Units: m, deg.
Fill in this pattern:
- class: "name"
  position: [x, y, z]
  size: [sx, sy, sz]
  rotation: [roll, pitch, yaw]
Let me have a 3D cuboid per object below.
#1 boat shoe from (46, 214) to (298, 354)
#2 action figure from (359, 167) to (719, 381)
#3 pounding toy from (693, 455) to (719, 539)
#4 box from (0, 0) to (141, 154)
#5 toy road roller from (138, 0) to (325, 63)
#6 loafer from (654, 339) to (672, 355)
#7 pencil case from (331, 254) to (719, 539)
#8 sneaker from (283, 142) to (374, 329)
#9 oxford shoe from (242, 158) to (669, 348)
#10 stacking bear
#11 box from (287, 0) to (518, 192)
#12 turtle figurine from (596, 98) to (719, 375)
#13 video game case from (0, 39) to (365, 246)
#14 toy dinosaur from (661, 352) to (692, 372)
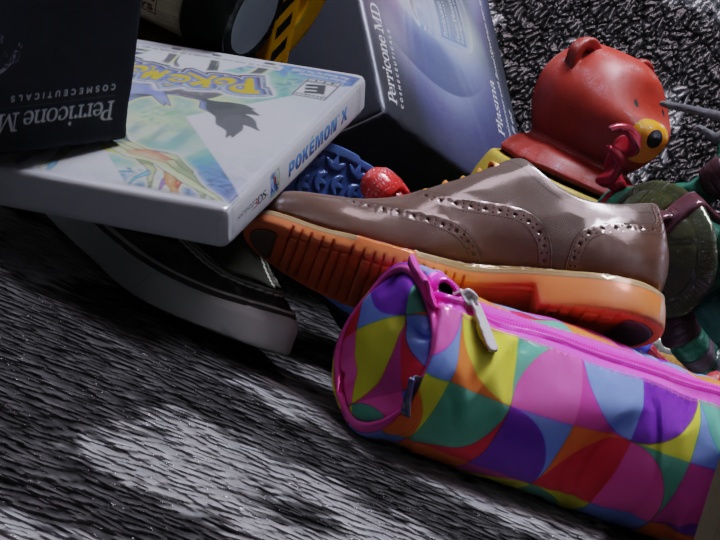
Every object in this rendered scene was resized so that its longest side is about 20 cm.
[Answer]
- class: "boat shoe"
  position: [-0.089, -0.020, 1.277]
  size: [0.071, 0.064, 0.200]
  rotation: [19, 10, -40]
- class: "action figure"
  position: [0.081, 0.014, 1.283]
  size: [0.200, 0.065, 0.052]
  rotation: [37, 19, -8]
- class: "pounding toy"
  position: [0.226, 0.128, 0.883]
  size: [0.142, 0.184, 0.200]
  rotation: [4, 18, -37]
- class: "box"
  position: [-0.198, -0.156, 1.136]
  size: [0.197, 0.200, 0.117]
  rotation: [-10, 29, -39]
- class: "toy road roller"
  position: [-0.087, -0.124, 1.411]
  size: [0.123, 0.200, 0.146]
  rotation: [28, 36, 20]
- class: "loafer"
  position: [0.178, 0.048, 1.670]
  size: [0.200, 0.070, 0.070]
  rotation: [23, 7, -11]
- class: "pencil case"
  position: [0.083, 0.061, 1.194]
  size: [0.200, 0.088, 0.088]
  rotation: [21, 8, -30]
- class: "sneaker"
  position: [0.000, 0.000, 1.338]
  size: [0.078, 0.070, 0.200]
  rotation: [11, -26, 50]
- class: "oxford shoe"
  position: [0.045, -0.016, 1.229]
  size: [0.200, 0.073, 0.071]
  rotation: [11, -20, -8]
- class: "stacking bear"
  position: [0.108, -0.032, 1.482]
  size: [0.121, 0.200, 0.114]
  rotation: [18, 9, -42]
- class: "box"
  position: [-0.004, -0.121, 1.561]
  size: [0.198, 0.123, 0.200]
  rotation: [30, 43, -55]
- class: "turtle figurine"
  position: [0.182, -0.004, 1.365]
  size: [0.101, 0.150, 0.200]
  rotation: [-7, 30, -28]
- class: "video game case"
  position: [-0.121, -0.070, 1.244]
  size: [0.200, 0.022, 0.182]
  rotation: [11, 26, 16]
- class: "toy dinosaur"
  position: [0.163, 0.063, 1.552]
  size: [0.106, 0.060, 0.200]
  rotation: [16, 10, -43]
